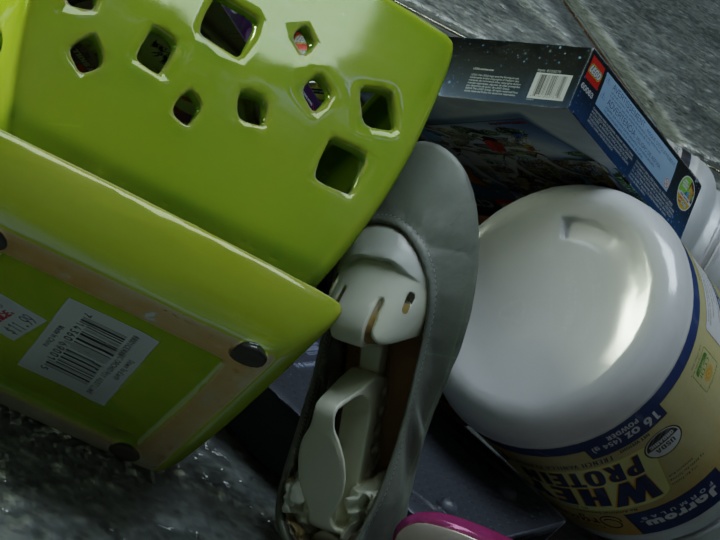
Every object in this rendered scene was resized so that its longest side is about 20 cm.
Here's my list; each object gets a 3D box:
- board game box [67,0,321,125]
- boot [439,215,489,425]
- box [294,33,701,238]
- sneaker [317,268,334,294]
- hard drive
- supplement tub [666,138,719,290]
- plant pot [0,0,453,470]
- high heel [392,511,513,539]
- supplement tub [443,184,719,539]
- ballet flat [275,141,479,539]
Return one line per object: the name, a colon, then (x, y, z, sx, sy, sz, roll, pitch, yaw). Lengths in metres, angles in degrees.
board game box: (-0.099, -0.106, 1.117, 0.119, 0.032, 0.200, 0, -36, 29)
boot: (0.070, -0.006, 1.344, 0.073, 0.155, 0.200, 30, 18, -7)
box: (0.066, -0.075, 1.247, 0.199, 0.038, 0.137, 10, -22, 38)
sneaker: (0.000, 0.000, 1.290, 0.200, 0.070, 0.100, 84, -16, -66)
hard drive: (-0.002, 0.082, 1.176, 0.200, 0.042, 0.135, 40, 20, 23)
supplement tub: (0.156, -0.043, 1.607, 0.199, 0.141, 0.140, 32, 18, -2)
plant pot: (-0.100, -0.035, 1.031, 0.198, 0.200, 0.183, 27, 55, -16)
high heel: (0.096, 0.157, 1.087, 0.199, 0.067, 0.096, 33, 27, -13)
supplement tub: (0.137, 0.059, 1.238, 0.144, 0.144, 0.200, 47, 2, 40)
ballet flat: (0.006, 0.042, 1.050, 0.067, 0.202, 0.064, 19, 15, 29)
